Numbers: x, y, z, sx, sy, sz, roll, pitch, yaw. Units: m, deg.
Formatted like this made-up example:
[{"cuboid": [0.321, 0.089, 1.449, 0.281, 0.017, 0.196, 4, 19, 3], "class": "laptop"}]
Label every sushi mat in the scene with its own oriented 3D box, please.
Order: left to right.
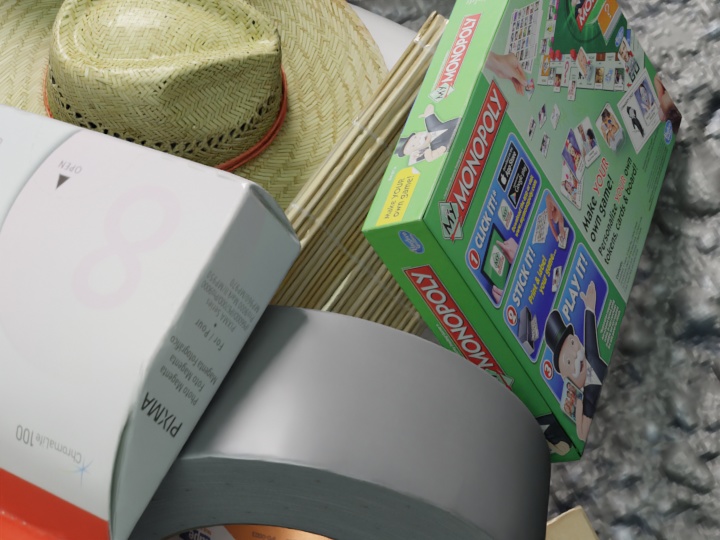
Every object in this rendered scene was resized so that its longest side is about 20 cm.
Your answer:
[{"cuboid": [0.000, 0.000, 0.842, 0.200, 0.096, 0.012, -54, 41, -5], "class": "sushi mat"}]

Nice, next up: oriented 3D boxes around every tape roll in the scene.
[{"cuboid": [-0.028, 0.095, 0.790, 0.200, 0.200, 0.066, 1, 55, 13], "class": "tape roll"}]

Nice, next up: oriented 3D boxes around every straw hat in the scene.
[{"cuboid": [-0.079, -0.080, 0.825, 0.201, 0.085, 0.202, 2, 66, -5], "class": "straw hat"}]

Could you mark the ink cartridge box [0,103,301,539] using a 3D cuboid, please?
[{"cuboid": [-0.133, 0.042, 0.721, 0.162, 0.057, 0.200, 18, 67, 38], "class": "ink cartridge box"}]

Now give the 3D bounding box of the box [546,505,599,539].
[{"cuboid": [0.044, 0.218, 0.866, 0.200, 0.021, 0.164, -28, 81, -1], "class": "box"}]

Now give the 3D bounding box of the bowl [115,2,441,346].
[{"cuboid": [-0.030, -0.030, 0.920, 0.199, 0.075, 0.200, 25, 85, 15], "class": "bowl"}]

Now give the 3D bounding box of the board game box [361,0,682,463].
[{"cuboid": [0.072, -0.042, 0.824, 0.029, 0.135, 0.200, -11, 39, 34], "class": "board game box"}]

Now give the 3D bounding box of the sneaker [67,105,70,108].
[{"cuboid": [-0.150, -0.079, 0.921, 0.111, 0.077, 0.200, -55, 39, 1], "class": "sneaker"}]
